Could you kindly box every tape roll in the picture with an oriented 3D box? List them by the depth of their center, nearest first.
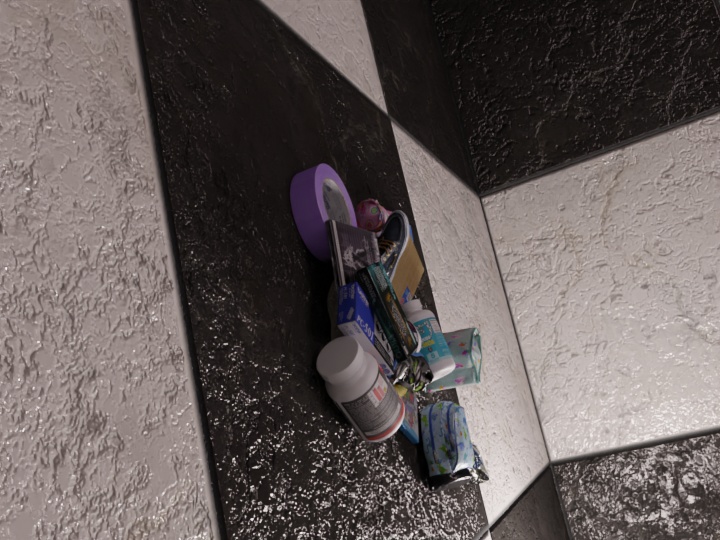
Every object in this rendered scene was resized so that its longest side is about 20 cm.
[{"bbox_3d":[-0.077,-0.126,1.506,0.201,0.064,0.204,53,28,-44],"label":"tape roll"}]

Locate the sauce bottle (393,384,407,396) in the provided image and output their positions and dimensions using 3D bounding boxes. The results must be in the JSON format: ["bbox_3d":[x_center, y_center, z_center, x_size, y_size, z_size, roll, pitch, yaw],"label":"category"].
[{"bbox_3d":[0.077,0.263,1.583,0.199,0.063,0.066,-17,89,-67],"label":"sauce bottle"}]

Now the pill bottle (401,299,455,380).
[{"bbox_3d":[0.161,0.181,1.788,0.110,0.109,0.204,21,43,-64],"label":"pill bottle"}]

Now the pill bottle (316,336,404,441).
[{"bbox_3d":[0.000,0.232,1.350,0.202,0.114,0.117,58,25,-34],"label":"pill bottle"}]

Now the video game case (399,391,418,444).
[{"bbox_3d":[0.107,0.304,1.703,0.144,0.017,0.203,53,28,-43],"label":"video game case"}]

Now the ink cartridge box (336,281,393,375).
[{"bbox_3d":[0.013,0.123,1.393,0.201,0.043,0.096,56,27,-44],"label":"ink cartridge box"}]

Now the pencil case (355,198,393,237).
[{"bbox_3d":[0.053,-0.130,1.812,0.199,0.086,0.090,19,56,-66],"label":"pencil case"}]

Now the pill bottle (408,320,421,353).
[{"bbox_3d":[0.073,0.162,1.599,0.199,0.109,0.114,20,55,-65],"label":"pill bottle"}]

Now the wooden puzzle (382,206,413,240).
[{"bbox_3d":[0.120,-0.076,1.998,0.199,0.045,0.190,31,46,-61],"label":"wooden puzzle"}]

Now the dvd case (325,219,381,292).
[{"bbox_3d":[-0.006,-0.020,1.473,0.199,0.016,0.153,11,66,-60],"label":"dvd case"}]

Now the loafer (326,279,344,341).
[{"bbox_3d":[-0.033,0.100,1.451,0.070,0.068,0.204,67,20,-52],"label":"loafer"}]

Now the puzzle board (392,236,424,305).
[{"bbox_3d":[0.118,0.010,1.898,0.153,0.017,0.202,64,38,-35],"label":"puzzle board"}]

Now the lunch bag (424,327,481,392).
[{"bbox_3d":[0.251,0.234,1.918,0.201,0.166,0.124,-67,140,-62],"label":"lunch bag"}]

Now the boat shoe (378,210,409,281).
[{"bbox_3d":[0.063,-0.051,1.700,0.090,0.069,0.205,4,102,-65],"label":"boat shoe"}]

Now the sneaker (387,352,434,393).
[{"bbox_3d":[0.111,0.228,1.522,0.083,0.071,0.198,49,19,23],"label":"sneaker"}]

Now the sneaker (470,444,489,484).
[{"bbox_3d":[0.314,0.539,1.997,0.086,0.075,0.202,-100,168,-47],"label":"sneaker"}]

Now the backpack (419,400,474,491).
[{"bbox_3d":[0.216,0.435,1.741,0.162,0.152,0.203,22,40,-55],"label":"backpack"}]

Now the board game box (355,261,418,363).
[{"bbox_3d":[0.059,0.083,1.436,0.204,0.028,0.135,66,15,2],"label":"board game box"}]
